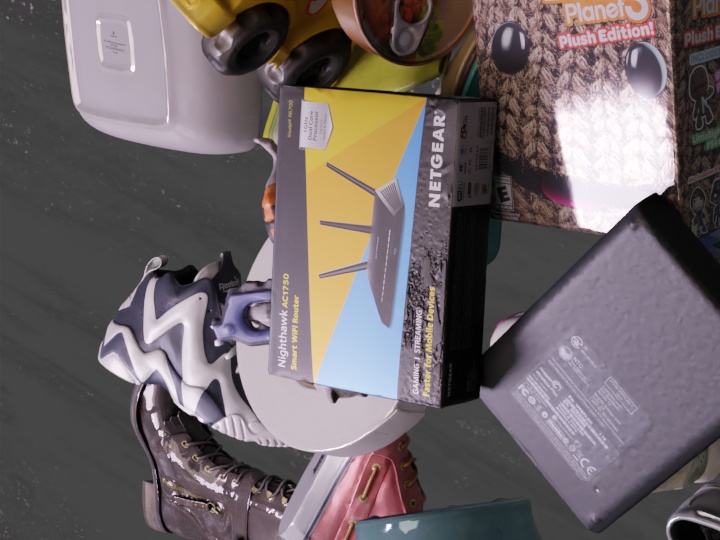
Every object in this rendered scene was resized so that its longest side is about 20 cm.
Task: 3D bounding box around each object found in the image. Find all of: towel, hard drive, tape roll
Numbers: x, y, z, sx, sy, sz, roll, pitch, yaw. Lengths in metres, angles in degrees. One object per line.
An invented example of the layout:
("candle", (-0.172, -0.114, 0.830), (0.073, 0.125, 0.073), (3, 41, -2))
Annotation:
("towel", (0.002, -0.148, 1.403), (0.200, 0.018, 0.086), (-18, 49, 47))
("hard drive", (0.167, 0.063, 1.205), (0.140, 0.033, 0.200), (51, 134, 10))
("tape roll", (-0.013, 0.041, 1.454), (0.202, 0.037, 0.204), (-12, 72, 40))

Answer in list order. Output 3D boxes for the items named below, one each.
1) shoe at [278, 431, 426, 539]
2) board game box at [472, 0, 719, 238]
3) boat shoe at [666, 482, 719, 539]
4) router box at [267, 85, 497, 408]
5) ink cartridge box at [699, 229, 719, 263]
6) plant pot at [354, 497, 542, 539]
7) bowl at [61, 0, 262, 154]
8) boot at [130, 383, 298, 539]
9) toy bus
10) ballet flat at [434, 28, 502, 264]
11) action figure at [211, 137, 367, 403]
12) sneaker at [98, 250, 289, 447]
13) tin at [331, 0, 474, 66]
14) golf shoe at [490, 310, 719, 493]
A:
("shoe", (0.019, 0.146, 1.505), (0.091, 0.072, 0.200), (26, 106, -10))
("board game box", (0.164, -0.131, 1.222), (0.159, 0.097, 0.201), (9, 112, 43))
("boat shoe", (0.284, 0.218, 1.253), (0.201, 0.071, 0.070), (38, 129, 29))
("router box", (0.012, -0.019, 1.272), (0.149, 0.051, 0.201), (8, 99, 37))
("ink cartridge box", (0.254, 0.039, 1.233), (0.200, 0.050, 0.109), (23, 120, 37))
("plant pot", (0.072, 0.268, 1.413), (0.200, 0.200, 0.189), (-17, 79, 47))
("bowl", (-0.175, -0.192, 1.562), (0.200, 0.075, 0.200), (15, 115, 43))
("boot", (-0.111, 0.173, 1.652), (0.174, 0.069, 0.201), (15, 120, 35))
("toy bus", (-0.040, -0.230, 1.325), (0.192, 0.200, 0.136), (-40, 69, 15))
("ballet flat", (0.072, -0.095, 1.354), (0.063, 0.068, 0.201), (35, 127, 44))
("action figure", (0.000, 0.000, 1.388), (0.199, 0.105, 0.194), (1, 87, 17))
("sneaker", (-0.109, 0.055, 1.582), (0.199, 0.079, 0.130), (27, 104, 17))
("tin", (0.043, -0.238, 1.278), (0.042, 0.112, 0.201), (29, 108, 54))
("golf shoe", (0.156, 0.089, 1.321), (0.200, 0.091, 0.076), (30, 126, 36))
